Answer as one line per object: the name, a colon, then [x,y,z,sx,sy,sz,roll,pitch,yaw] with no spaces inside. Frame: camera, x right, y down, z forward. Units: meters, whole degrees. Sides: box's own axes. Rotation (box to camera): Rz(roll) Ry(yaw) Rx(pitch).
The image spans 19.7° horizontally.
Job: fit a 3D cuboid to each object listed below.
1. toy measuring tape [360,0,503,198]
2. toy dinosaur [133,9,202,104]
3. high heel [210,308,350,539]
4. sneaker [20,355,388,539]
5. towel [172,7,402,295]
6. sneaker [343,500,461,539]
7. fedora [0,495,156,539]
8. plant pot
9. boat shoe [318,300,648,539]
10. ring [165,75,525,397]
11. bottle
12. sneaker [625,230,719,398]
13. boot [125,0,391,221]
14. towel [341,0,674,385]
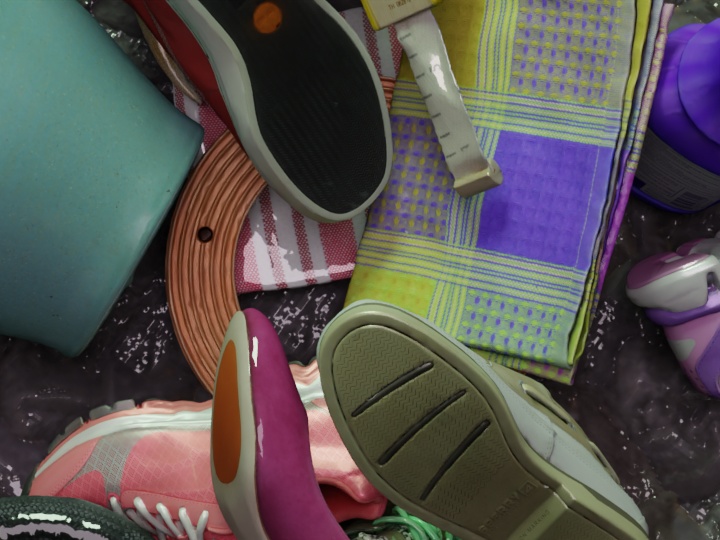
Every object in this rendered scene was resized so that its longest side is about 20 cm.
toy measuring tape: [0.032,-0.137,1.003,0.073,0.074,0.200,-24,96,-6]
toy dinosaur: [-0.126,-0.185,1.099,0.101,0.058,0.200,-5,65,11]
high heel: [-0.013,0.114,0.952,0.096,0.067,0.201,-5,89,-21]
sneaker: [-0.075,0.107,1.005,0.200,0.074,0.087,-18,49,9]
towel: [0.005,-0.066,1.100,0.199,0.030,0.147,-8,79,-2]
sneaker: [0.022,0.141,1.015,0.200,0.089,0.077,-34,79,-9]
fedora: [-0.154,0.212,0.993,0.200,0.092,0.201,0,78,-1]
plant pot: [-0.187,-0.059,1.019,0.188,0.200,0.200,29,77,-9]
boat shoe: [0.055,0.081,0.963,0.075,0.068,0.200,-39,111,17]
ring: [0.000,0.000,1.063,0.200,0.019,0.201,0,92,-3]
bottle: [0.172,-0.080,1.011,0.083,0.200,0.065,33,78,-2]
sneaker: [0.236,0.007,1.062,0.200,0.080,0.089,-22,95,-13]
boot: [-0.070,-0.117,1.019,0.072,0.144,0.200,-41,117,-15]
towel: [0.067,-0.057,1.008,0.143,0.023,0.201,15,93,33]
